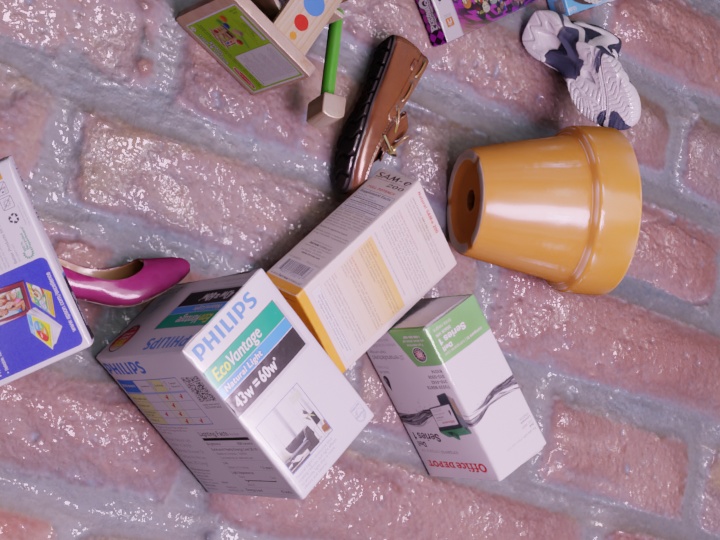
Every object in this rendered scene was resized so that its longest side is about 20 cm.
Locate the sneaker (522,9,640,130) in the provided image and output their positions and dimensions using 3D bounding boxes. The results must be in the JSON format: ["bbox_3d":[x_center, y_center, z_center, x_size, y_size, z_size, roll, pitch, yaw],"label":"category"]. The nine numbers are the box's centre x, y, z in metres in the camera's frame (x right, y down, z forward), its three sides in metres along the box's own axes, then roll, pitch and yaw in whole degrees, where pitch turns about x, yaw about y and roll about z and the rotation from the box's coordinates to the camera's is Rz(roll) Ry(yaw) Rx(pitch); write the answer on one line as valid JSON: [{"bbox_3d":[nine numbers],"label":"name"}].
[{"bbox_3d":[0.304,-0.249,1.925,0.129,0.199,0.080,-5,130,-45],"label":"sneaker"}]

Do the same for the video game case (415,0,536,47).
[{"bbox_3d":[0.135,-0.393,1.888,0.199,0.036,0.183,-28,102,-32],"label":"video game case"}]

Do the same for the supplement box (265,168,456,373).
[{"bbox_3d":[0.000,0.000,1.711,0.200,0.073,0.127,-42,127,-22],"label":"supplement box"}]

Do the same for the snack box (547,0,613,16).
[{"bbox_3d":[0.314,-0.407,2.006,0.199,0.037,0.117,-23,99,-33],"label":"snack box"}]

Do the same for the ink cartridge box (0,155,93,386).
[{"bbox_3d":[-0.387,0.020,1.485,0.199,0.047,0.199,-23,100,-1],"label":"ink cartridge box"}]

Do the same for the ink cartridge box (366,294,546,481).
[{"bbox_3d":[0.104,0.135,1.754,0.084,0.146,0.201,-34,103,-29],"label":"ink cartridge box"}]

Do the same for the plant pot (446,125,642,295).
[{"bbox_3d":[0.207,-0.075,1.827,0.182,0.200,0.202,3,84,-18],"label":"plant pot"}]

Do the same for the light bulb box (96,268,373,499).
[{"bbox_3d":[-0.130,0.118,1.571,0.125,0.198,0.201,-47,112,-29],"label":"light bulb box"}]

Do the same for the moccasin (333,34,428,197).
[{"bbox_3d":[0.027,-0.171,1.780,0.077,0.074,0.203,29,63,-20],"label":"moccasin"}]

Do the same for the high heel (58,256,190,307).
[{"bbox_3d":[-0.269,-0.007,1.565,0.199,0.067,0.097,-20,107,-30],"label":"high heel"}]

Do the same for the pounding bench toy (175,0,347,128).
[{"bbox_3d":[-0.065,-0.275,1.693,0.200,0.124,0.157,44,64,-23],"label":"pounding bench toy"}]
